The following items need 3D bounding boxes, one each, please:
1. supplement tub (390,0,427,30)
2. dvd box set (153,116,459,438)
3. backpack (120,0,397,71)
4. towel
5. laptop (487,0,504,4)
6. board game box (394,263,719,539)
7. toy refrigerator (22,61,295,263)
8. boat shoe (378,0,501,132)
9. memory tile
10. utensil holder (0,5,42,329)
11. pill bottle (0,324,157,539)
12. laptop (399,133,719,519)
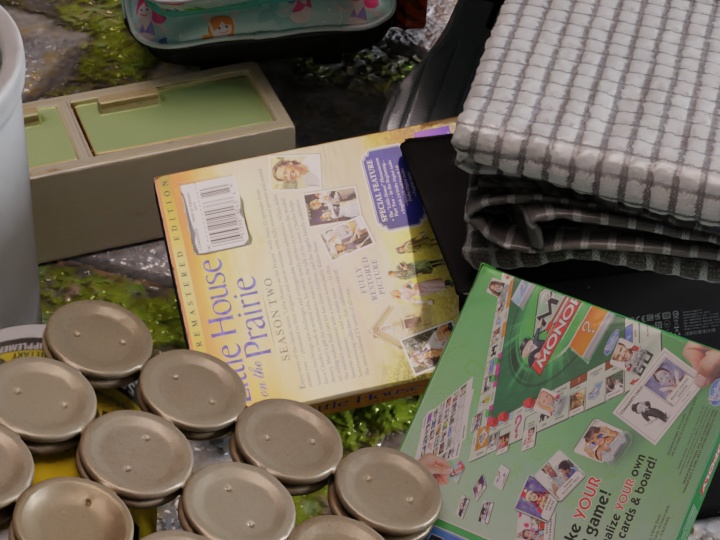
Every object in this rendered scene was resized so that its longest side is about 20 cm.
[{"bbox_3d":[-0.054,-0.213,1.198,0.199,0.123,0.123,1,39,0],"label":"supplement tub"},{"bbox_3d":[0.000,0.000,0.955,0.199,0.029,0.147,-12,69,-7],"label":"dvd box set"},{"bbox_3d":[-0.068,-0.232,1.070,0.176,0.151,0.201,-5,84,1],"label":"backpack"},{"bbox_3d":[0.139,-0.070,0.897,0.165,0.086,0.200,11,38,8],"label":"towel"},{"bbox_3d":[0.117,-0.197,1.010,0.176,0.104,0.200,14,35,-7],"label":"laptop"},{"bbox_3d":[0.076,0.110,0.804,0.134,0.029,0.201,21,78,22],"label":"board game box"},{"bbox_3d":[-0.144,-0.064,1.057,0.199,0.070,0.076,-13,42,-16],"label":"toy refrigerator"},{"bbox_3d":[0.067,-0.113,1.128,0.072,0.062,0.201,22,60,12],"label":"boat shoe"},{"bbox_3d":[-0.075,0.093,0.762,0.199,0.017,0.153,27,38,9],"label":"memory tile"},{"bbox_3d":[-0.246,-0.022,0.900,0.169,0.201,0.170,1,39,-1],"label":"utensil holder"},{"bbox_3d":[-0.145,0.128,0.793,0.111,0.112,0.201,-2,41,-4],"label":"pill bottle"},{"bbox_3d":[0.131,0.023,0.932,0.186,0.201,0.116,-7,6,-10],"label":"laptop"}]
